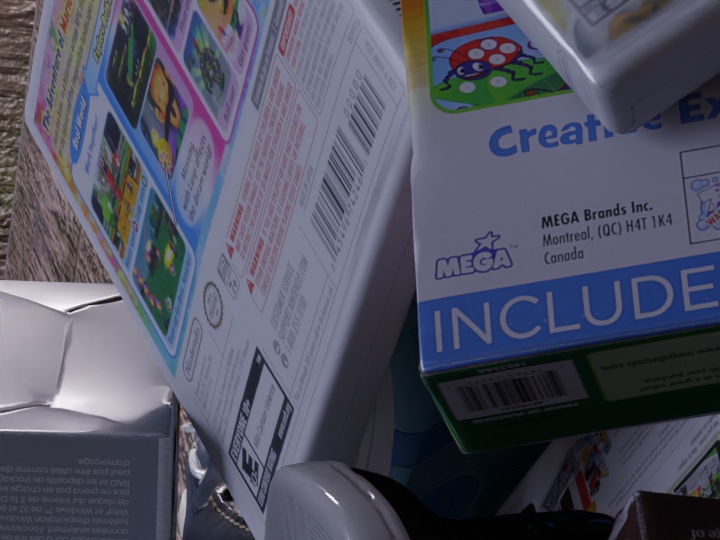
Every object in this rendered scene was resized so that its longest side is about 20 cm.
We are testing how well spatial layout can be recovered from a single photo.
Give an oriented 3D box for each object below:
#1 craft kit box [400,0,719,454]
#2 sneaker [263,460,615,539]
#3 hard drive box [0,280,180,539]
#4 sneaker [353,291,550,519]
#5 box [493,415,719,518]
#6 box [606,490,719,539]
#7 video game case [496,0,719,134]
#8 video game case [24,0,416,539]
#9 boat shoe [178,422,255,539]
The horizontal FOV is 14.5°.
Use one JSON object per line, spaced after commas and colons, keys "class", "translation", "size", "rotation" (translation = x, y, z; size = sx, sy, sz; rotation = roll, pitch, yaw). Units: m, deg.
{"class": "craft kit box", "translation": [0.104, -0.074, 0.556], "size": [0.049, 0.199, 0.198], "rotation": [59, -156, -60]}
{"class": "sneaker", "translation": [0.032, 0.085, 0.753], "size": [0.200, 0.112, 0.073], "rotation": [124, 136, -74]}
{"class": "hard drive box", "translation": [-0.099, 0.120, 0.910], "size": [0.156, 0.077, 0.201], "rotation": [-97, 10, -73]}
{"class": "sneaker", "translation": [0.000, 0.000, 0.880], "size": [0.131, 0.079, 0.200], "rotation": [46, 151, 30]}
{"class": "box", "translation": [0.089, 0.085, 0.821], "size": [0.200, 0.035, 0.110], "rotation": [123, 145, -48]}
{"class": "box", "translation": [0.112, 0.151, 0.637], "size": [0.200, 0.100, 0.075], "rotation": [-97, 18, -44]}
{"class": "video game case", "translation": [0.080, -0.144, 0.565], "size": [0.182, 0.200, 0.023], "rotation": [53, 176, 32]}
{"class": "video game case", "translation": [-0.038, -0.047, 0.787], "size": [0.182, 0.024, 0.200], "rotation": [59, 150, 30]}
{"class": "boat shoe", "translation": [-0.028, 0.076, 1.015], "size": [0.200, 0.075, 0.062], "rotation": [-134, 47, -83]}
